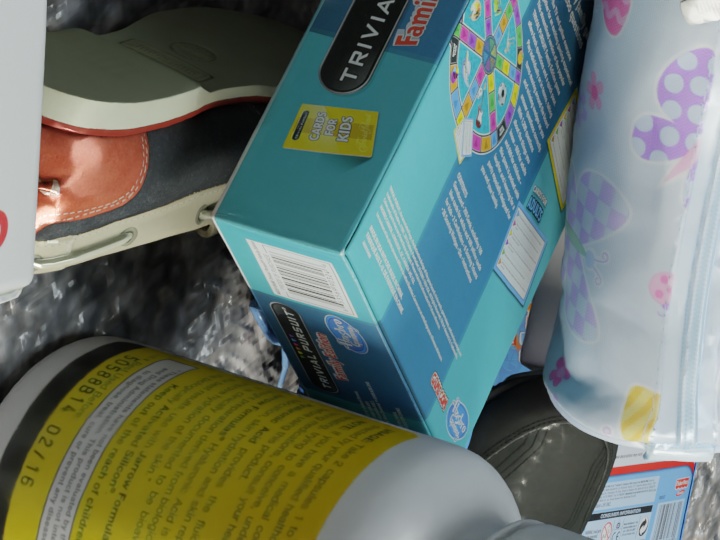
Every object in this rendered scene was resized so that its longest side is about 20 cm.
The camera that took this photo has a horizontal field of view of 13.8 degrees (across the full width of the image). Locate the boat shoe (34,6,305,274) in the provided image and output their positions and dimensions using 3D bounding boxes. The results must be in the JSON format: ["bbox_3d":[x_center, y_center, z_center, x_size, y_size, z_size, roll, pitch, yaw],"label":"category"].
[{"bbox_3d":[-0.055,-0.041,0.932,0.200,0.071,0.063,-15,127,-59],"label":"boat shoe"}]

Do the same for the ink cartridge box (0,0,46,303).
[{"bbox_3d":[-0.152,-0.082,0.749,0.144,0.085,0.200,-18,117,-53],"label":"ink cartridge box"}]

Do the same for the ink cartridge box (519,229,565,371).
[{"bbox_3d":[0.136,-0.044,1.121,0.145,0.084,0.200,31,71,-70],"label":"ink cartridge box"}]

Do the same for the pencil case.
[{"bbox_3d":[0.112,-0.040,0.962,0.083,0.091,0.200,-3,116,-20],"label":"pencil case"}]

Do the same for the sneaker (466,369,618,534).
[{"bbox_3d":[0.039,0.126,1.070,0.075,0.079,0.200,18,118,-24],"label":"sneaker"}]

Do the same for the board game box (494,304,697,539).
[{"bbox_3d":[0.106,0.024,1.239,0.151,0.037,0.200,0,104,-57],"label":"board game box"}]

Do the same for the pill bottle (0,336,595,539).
[{"bbox_3d":[-0.018,0.096,0.924,0.111,0.200,0.112,-28,126,-49],"label":"pill bottle"}]

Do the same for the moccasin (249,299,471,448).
[{"bbox_3d":[0.000,0.000,1.045,0.068,0.080,0.200,21,72,-53],"label":"moccasin"}]

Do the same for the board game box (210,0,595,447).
[{"bbox_3d":[0.032,-0.056,0.950,0.200,0.047,0.151,-64,155,-23],"label":"board game box"}]
